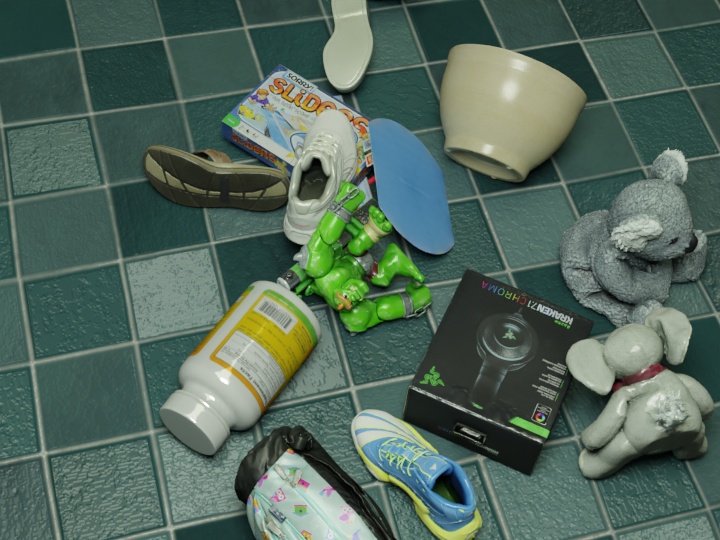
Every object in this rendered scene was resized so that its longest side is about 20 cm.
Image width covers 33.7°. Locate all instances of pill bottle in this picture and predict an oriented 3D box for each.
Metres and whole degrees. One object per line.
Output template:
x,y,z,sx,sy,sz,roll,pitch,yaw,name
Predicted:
-0.144,0.117,1.409,0.111,0.111,0.200,31,60,14,pill bottle

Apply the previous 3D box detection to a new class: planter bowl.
0.190,-0.203,1.620,0.200,0.200,0.135,22,84,9,planter bowl

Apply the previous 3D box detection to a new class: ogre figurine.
0.000,0.000,1.484,0.120,0.200,0.098,-40,48,-7,ogre figurine

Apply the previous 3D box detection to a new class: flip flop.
-0.191,-0.129,1.591,0.199,0.081,0.058,7,39,-3,flip flop

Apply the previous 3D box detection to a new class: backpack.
-0.045,0.281,1.300,0.127,0.167,0.200,-42,71,-6,backpack

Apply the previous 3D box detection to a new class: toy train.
-0.038,-0.024,1.544,0.042,0.056,0.200,39,61,19,toy train

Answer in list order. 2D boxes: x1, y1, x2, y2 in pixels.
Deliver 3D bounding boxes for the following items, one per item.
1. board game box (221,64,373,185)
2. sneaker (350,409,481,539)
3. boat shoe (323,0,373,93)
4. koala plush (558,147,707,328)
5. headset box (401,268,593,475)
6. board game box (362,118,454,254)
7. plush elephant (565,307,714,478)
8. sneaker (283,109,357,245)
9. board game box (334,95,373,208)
-0.072,-0.187,1.637,0.200,0.034,0.135,32,60,14,board game box
0.069,0.219,1.367,0.076,0.105,0.200,-37,68,-25,sneaker
-0.013,-0.328,1.739,0.073,0.062,0.200,-6,55,9,boat shoe
0.353,-0.044,1.509,0.183,0.200,0.177,29,59,13,koala plush
0.163,0.127,1.444,0.174,0.093,0.200,23,58,10,headset box
0.055,-0.104,1.588,0.158,0.039,0.201,26,47,-43,board game box
0.326,0.135,1.394,0.164,0.200,0.155,-13,63,-5,plush elephant
-0.047,-0.136,1.524,0.078,0.099,0.201,9,60,3,sneaker
-0.052,-0.157,1.652,0.103,0.019,0.200,-8,58,-12,board game box
